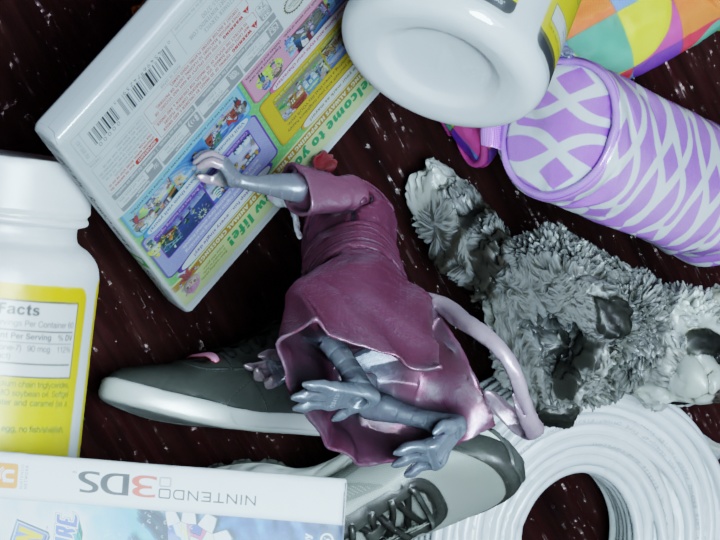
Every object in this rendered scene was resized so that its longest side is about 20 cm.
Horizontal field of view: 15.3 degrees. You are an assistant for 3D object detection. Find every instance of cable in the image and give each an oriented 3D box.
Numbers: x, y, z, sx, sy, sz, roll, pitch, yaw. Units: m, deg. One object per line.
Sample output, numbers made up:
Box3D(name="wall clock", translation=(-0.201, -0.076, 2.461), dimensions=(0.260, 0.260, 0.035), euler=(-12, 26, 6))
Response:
Box3D(name="cable", translation=(0.117, 0.153, 1.542), dimensions=(0.199, 0.069, 0.201), euler=(31, 83, -23))

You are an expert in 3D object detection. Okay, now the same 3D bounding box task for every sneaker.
Box3D(name="sneaker", translation=(-0.005, 0.136, 1.441), dimensions=(0.199, 0.080, 0.074), euler=(-17, 132, 12))
Box3D(name="sneaker", translation=(-0.048, 0.039, 1.465), dimensions=(0.199, 0.071, 0.100), euler=(5, 89, -26))

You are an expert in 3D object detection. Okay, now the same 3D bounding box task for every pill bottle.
Box3D(name="pill bottle", translation=(0.072, -0.183, 1.398), dimensions=(0.112, 0.112, 0.201), euler=(35, 60, -22))
Box3D(name="pill bottle", translation=(-0.194, 0.039, 1.375), dimensions=(0.114, 0.114, 0.201), euler=(6, 93, -23))

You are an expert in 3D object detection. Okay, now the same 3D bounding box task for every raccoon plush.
Box3D(name="raccoon plush", translation=(0.132, 0.001, 1.496), dimensions=(0.134, 0.097, 0.201), euler=(-8, 61, -42))

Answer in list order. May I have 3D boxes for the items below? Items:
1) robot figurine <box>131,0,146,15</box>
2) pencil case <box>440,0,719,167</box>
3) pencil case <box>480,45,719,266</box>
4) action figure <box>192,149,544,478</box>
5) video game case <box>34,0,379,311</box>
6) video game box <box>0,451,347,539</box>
Box3D(name="robot figurine", translation=(-0.035, -0.188, 1.447), dimensions=(0.199, 0.058, 0.146), euler=(-20, 106, -20))
Box3D(name="pencil case", translation=(0.127, -0.135, 1.509), dimensions=(0.199, 0.088, 0.089), euler=(-27, 105, -17))
Box3D(name="pencil case", translation=(0.150, -0.056, 1.478), dimensions=(0.200, 0.085, 0.084), euler=(21, 67, -51))
Box3D(name="action figure", translation=(0.000, 0.000, 1.371), dimensions=(0.148, 0.201, 0.134), euler=(-13, 133, 4))
Box3D(name="video game case", translation=(-0.063, -0.097, 1.384), dimensions=(0.200, 0.022, 0.182), euler=(-50, 147, -11))
Box3D(name="video game box", translation=(-0.103, 0.193, 1.305), dimensions=(0.181, 0.047, 0.201), euler=(5, 82, -8))
